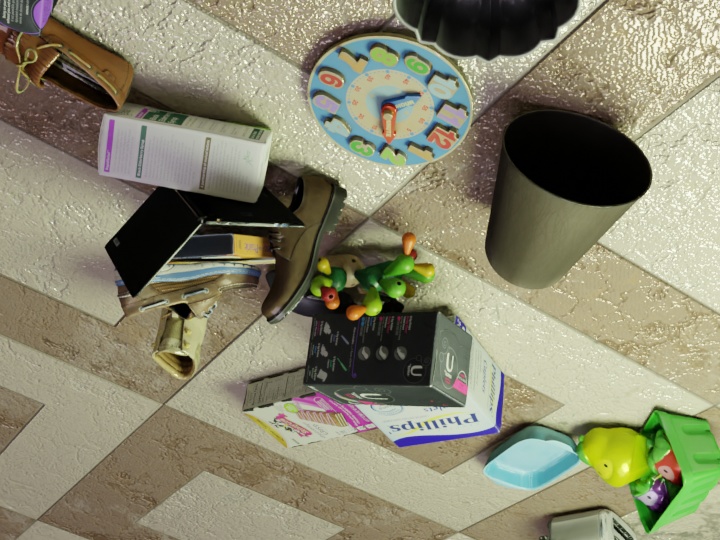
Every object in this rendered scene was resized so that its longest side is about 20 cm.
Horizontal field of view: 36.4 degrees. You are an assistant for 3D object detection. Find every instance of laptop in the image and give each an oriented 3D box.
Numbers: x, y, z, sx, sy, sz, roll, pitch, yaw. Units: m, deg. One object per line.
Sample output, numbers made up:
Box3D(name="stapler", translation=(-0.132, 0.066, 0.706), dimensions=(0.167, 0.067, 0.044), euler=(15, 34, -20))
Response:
Box3D(name="laptop", translation=(-0.195, -0.043, 1.345), dimensions=(0.199, 0.177, 0.104), euler=(1, 111, -25))

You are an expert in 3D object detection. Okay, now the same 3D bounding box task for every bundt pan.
Box3D(name="bundt pan", translation=(0.127, -0.311, 1.097), dimensions=(0.201, 0.076, 0.202), euler=(6, 142, 4))

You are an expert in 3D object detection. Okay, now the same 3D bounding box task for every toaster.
Box3D(name="toaster", translation=(0.436, 0.521, 2.049), dimensions=(0.129, 0.114, 0.200), euler=(-23, 130, 29))

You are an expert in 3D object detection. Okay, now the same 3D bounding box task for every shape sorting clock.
Box3D(name="shape sorting clock", translation=(0.034, -0.195, 1.291), dimensions=(0.199, 0.039, 0.200), euler=(5, 141, 4))

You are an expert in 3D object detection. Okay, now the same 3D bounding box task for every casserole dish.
Box3D(name="casserole dish", translation=(0.294, 0.320, 1.880), dimensions=(0.121, 0.039, 0.200), euler=(21, 143, -15))

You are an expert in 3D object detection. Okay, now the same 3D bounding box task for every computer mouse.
Box3D(name="computer mouse", translation=(-0.038, 0.047, 1.574), dimensions=(0.199, 0.046, 0.140), euler=(23, 159, -18))

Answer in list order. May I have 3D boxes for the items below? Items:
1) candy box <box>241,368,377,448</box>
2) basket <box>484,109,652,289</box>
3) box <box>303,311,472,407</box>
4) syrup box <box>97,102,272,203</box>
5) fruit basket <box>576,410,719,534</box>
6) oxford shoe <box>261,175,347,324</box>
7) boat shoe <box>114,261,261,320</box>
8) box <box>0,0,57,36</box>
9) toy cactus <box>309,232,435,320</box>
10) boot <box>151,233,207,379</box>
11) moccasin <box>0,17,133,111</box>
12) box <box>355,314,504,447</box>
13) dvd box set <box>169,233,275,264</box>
Box3D(name="candy box", translation=(-0.078, 0.225, 1.822), dimensions=(0.199, 0.061, 0.136), euler=(-17, 135, 30))
Box3D(name="basket", translation=(0.232, -0.076, 1.331), dimensions=(0.179, 0.137, 0.200), euler=(15, 145, -1))
Box3D(name="box", translation=(0.039, 0.125, 1.517), dimensions=(0.199, 0.107, 0.122), euler=(-3, 160, 29))
Box3D(name="syrup box", translation=(-0.215, -0.147, 1.348), dimensions=(0.199, 0.079, 0.082), euler=(11, 109, -1))
Box3D(name="fruit basket", translation=(0.461, 0.322, 1.780), dimensions=(0.214, 0.156, 0.216), euler=(-8, 144, -6))
Box3D(name="oxford shoe", translation=(-0.094, -0.030, 1.415), dimensions=(0.084, 0.201, 0.073), euler=(24, 170, -22))
Box3D(name="boat shoe", translation=(-0.219, 0.027, 1.403), dimensions=(0.199, 0.073, 0.072), euler=(-2, 179, -31))
Box3D(name="box", translation=(-0.409, -0.348, 1.137), dimensions=(0.199, 0.106, 0.122), euler=(17, 139, -9))
Box3D(name="toy cactus", translation=(0.000, 0.000, 1.482), dimensions=(0.165, 0.199, 0.103), euler=(18, 121, 53))
Box3D(name="boot", translation=(-0.260, 0.046, 1.558), dimensions=(0.072, 0.156, 0.200), euler=(3, 142, 8))
Box3D(name="moccasin", translation=(-0.368, -0.245, 1.280), dimensions=(0.201, 0.078, 0.074), euler=(29, 138, -23))
Box3D(name="box", translation=(0.101, 0.174, 1.676), dimensions=(0.183, 0.105, 0.200), euler=(-13, 142, 26))
Box3D(name="dvd box set", translation=(-0.184, -0.026, 1.459), dimensions=(0.146, 0.030, 0.200), euler=(-3, 177, 22))
